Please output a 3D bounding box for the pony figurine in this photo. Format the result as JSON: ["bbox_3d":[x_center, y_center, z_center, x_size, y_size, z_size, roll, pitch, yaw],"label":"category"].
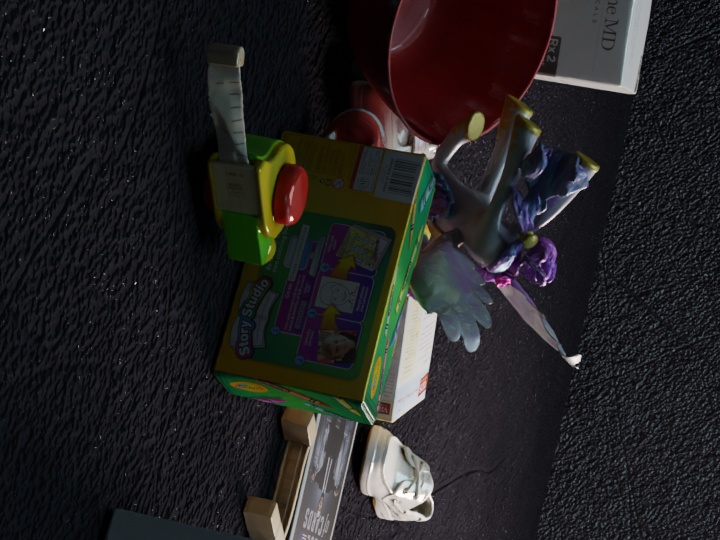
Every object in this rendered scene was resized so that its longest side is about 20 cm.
[{"bbox_3d":[0.102,-0.024,1.360,0.166,0.193,0.201,20,108,-41],"label":"pony figurine"}]

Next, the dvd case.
[{"bbox_3d":[-0.043,0.192,1.527,0.150,0.024,0.202,52,49,-71],"label":"dvd case"}]

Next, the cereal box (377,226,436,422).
[{"bbox_3d":[0.048,0.045,1.749,0.144,0.039,0.202,-18,118,-74],"label":"cereal box"}]

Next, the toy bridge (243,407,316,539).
[{"bbox_3d":[-0.078,0.212,1.397,0.068,0.027,0.201,84,22,-51],"label":"toy bridge"}]

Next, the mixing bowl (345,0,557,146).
[{"bbox_3d":[0.060,-0.215,1.407,0.199,0.108,0.202,-24,127,-36],"label":"mixing bowl"}]

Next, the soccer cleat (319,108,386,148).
[{"bbox_3d":[-0.009,-0.048,1.400,0.085,0.068,0.202,-46,149,-55],"label":"soccer cleat"}]

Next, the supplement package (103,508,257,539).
[{"bbox_3d":[-0.100,0.288,1.123,0.200,0.146,0.193,70,34,-63],"label":"supplement package"}]

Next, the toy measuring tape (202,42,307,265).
[{"bbox_3d":[-0.073,-0.085,1.131,0.201,0.073,0.074,86,20,-45],"label":"toy measuring tape"}]

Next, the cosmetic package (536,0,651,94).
[{"bbox_3d":[0.203,-0.285,1.798,0.165,0.198,0.167,-14,114,-74],"label":"cosmetic package"}]

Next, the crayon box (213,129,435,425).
[{"bbox_3d":[-0.025,0.003,1.276,0.058,0.118,0.202,62,41,-68],"label":"crayon box"}]

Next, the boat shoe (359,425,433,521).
[{"bbox_3d":[0.045,0.218,1.795,0.200,0.069,0.071,66,39,-65],"label":"boat shoe"}]

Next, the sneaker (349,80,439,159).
[{"bbox_3d":[0.045,-0.135,1.492,0.200,0.087,0.082,-49,138,-64],"label":"sneaker"}]

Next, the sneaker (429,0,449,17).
[{"bbox_3d":[0.070,-0.287,1.504,0.074,0.087,0.202,-45,143,-65],"label":"sneaker"}]
